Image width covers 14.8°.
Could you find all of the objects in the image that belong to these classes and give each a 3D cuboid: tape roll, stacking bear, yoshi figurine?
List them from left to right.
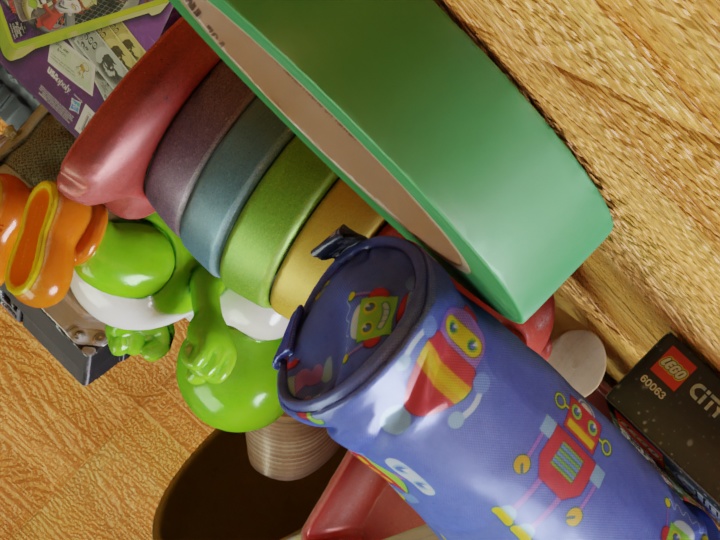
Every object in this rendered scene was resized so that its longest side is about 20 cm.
[{"bbox_3d":[-0.091,0.023,1.300,0.200,0.112,0.113,16,-134,-36],"label":"yoshi figurine"},{"bbox_3d":[-0.008,-0.017,1.166,0.200,0.114,0.121,37,-177,10],"label":"stacking bear"},{"bbox_3d":[0.001,-0.067,0.965,0.200,0.048,0.200,44,177,2],"label":"tape roll"}]

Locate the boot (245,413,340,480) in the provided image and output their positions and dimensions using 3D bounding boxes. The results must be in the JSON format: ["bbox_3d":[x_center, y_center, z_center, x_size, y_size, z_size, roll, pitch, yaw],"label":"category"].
[{"bbox_3d":[0.000,0.000,1.470,0.073,0.200,0.155,17,132,14],"label":"boot"}]

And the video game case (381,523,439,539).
[{"bbox_3d":[0.116,0.161,1.315,0.182,0.200,0.024,47,-147,-38],"label":"video game case"}]

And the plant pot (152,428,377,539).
[{"bbox_3d":[-0.001,0.156,1.630,0.142,0.200,0.200,56,173,-21],"label":"plant pot"}]

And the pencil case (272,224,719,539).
[{"bbox_3d":[0.048,0.070,1.028,0.087,0.078,0.200,-9,137,46],"label":"pencil case"}]

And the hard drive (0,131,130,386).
[{"bbox_3d":[-0.120,-0.044,1.512,0.140,0.200,0.038,44,151,18],"label":"hard drive"}]

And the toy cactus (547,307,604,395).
[{"bbox_3d":[0.048,0.033,1.260,0.200,0.102,0.165,55,163,-21],"label":"toy cactus"}]

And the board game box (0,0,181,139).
[{"bbox_3d":[-0.149,-0.155,1.227,0.200,0.032,0.120,44,132,22],"label":"board game box"}]

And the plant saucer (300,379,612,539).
[{"bbox_3d":[0.084,0.129,1.439,0.200,0.200,0.037,43,-151,26],"label":"plant saucer"}]

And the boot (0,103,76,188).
[{"bbox_3d":[-0.123,-0.087,1.308,0.072,0.155,0.200,43,177,22],"label":"boot"}]

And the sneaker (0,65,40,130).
[{"bbox_3d":[-0.167,-0.119,1.467,0.200,0.070,0.082,50,-152,-7],"label":"sneaker"}]

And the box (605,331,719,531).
[{"bbox_3d":[0.183,0.117,1.091,0.200,0.038,0.137,44,177,16],"label":"box"}]
